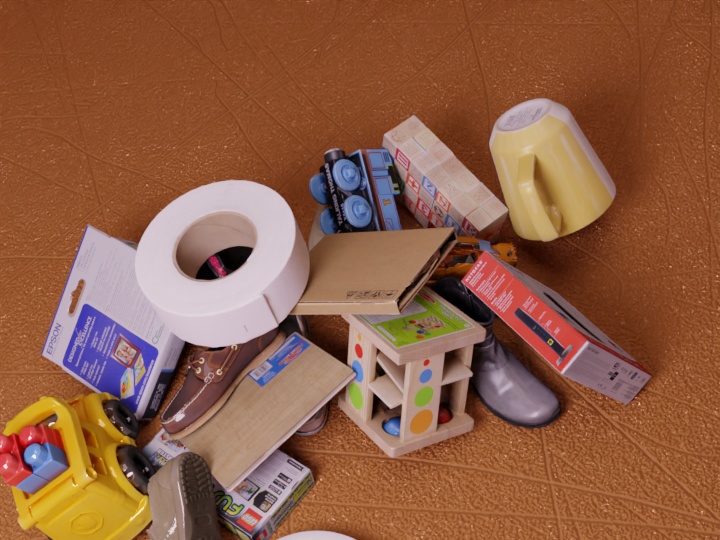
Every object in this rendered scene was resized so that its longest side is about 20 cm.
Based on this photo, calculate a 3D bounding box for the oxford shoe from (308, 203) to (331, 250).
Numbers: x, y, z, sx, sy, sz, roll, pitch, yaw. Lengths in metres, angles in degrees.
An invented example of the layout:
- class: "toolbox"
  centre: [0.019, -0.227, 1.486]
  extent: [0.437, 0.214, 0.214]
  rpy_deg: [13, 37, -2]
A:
- class: "oxford shoe"
  centre: [-0.043, -0.075, 1.496]
  extent: [0.071, 0.074, 0.200]
  rpy_deg: [-1, 48, 10]

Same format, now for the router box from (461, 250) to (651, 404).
- class: "router box"
  centre: [0.237, 0.070, 1.236]
  extent: [0.049, 0.200, 0.180]
  rpy_deg: [-52, 52, 10]

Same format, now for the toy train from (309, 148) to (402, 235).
- class: "toy train"
  centre: [0.004, -0.076, 1.436]
  extent: [0.114, 0.087, 0.201]
  rpy_deg: [-8, 79, -40]

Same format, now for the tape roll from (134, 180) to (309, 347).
- class: "tape roll"
  centre: [-0.163, -0.010, 1.229]
  extent: [0.202, 0.071, 0.203]
  rpy_deg: [-7, 53, 9]

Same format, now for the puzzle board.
- class: "puzzle board"
  centre: [-0.114, 0.166, 1.241]
  extent: [0.200, 0.017, 0.151]
  rpy_deg: [-41, 32, -15]

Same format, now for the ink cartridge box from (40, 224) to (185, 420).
- class: "ink cartridge box"
  centre: [-0.317, 0.066, 1.368]
  extent: [0.200, 0.047, 0.198]
  rpy_deg: [27, 100, 31]

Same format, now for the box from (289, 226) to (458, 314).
- class: "box"
  centre: [0.000, 0.000, 1.248]
  extent: [0.199, 0.021, 0.164]
  rpy_deg: [-2, 32, 36]

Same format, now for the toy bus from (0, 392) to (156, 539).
- class: "toy bus"
  centre: [-0.352, 0.216, 1.198]
  extent: [0.136, 0.192, 0.200]
  rpy_deg: [-37, 47, 6]

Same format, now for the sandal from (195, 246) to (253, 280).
- class: "sandal"
  centre: [-0.171, -0.009, 1.317]
  extent: [0.075, 0.045, 0.200]
  rpy_deg: [24, 34, -14]

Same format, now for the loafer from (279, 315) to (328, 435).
- class: "loafer"
  centre: [-0.089, 0.119, 1.338]
  extent: [0.072, 0.063, 0.200]
  rpy_deg: [-13, 47, -1]

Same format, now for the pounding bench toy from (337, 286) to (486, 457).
- class: "pounding bench toy"
  centre: [0.038, 0.110, 1.257]
  extent: [0.124, 0.157, 0.200]
  rpy_deg: [-13, 31, -30]

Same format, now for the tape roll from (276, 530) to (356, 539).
- class: "tape roll"
  centre: [-0.055, 0.382, 1.115]
  extent: [0.202, 0.037, 0.203]
  rpy_deg: [-5, 49, 6]

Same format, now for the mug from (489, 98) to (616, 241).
- class: "mug"
  centre: [0.252, -0.139, 1.368]
  extent: [0.149, 0.153, 0.187]
  rpy_deg: [-31, 26, -3]

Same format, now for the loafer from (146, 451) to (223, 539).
- class: "loafer"
  centre: [-0.197, 0.309, 1.161]
  extent: [0.067, 0.076, 0.201]
  rpy_deg: [-19, 68, 34]

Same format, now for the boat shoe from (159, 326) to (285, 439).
- class: "boat shoe"
  centre: [-0.183, 0.120, 1.289]
  extent: [0.200, 0.070, 0.070]
  rpy_deg: [-48, 30, -24]

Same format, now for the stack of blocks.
- class: "stack of blocks"
  centre: [0.113, -0.111, 1.469]
  extent: [0.059, 0.115, 0.200]
  rpy_deg: [-35, 70, -20]

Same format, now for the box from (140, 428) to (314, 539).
- class: "box"
  centre: [-0.167, 0.244, 1.260]
  extent: [0.200, 0.035, 0.110]
  rpy_deg: [27, 58, 30]

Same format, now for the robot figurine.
- class: "robot figurine"
  centre: [0.102, 0.009, 1.357]
  extent: [0.199, 0.145, 0.058]
  rpy_deg: [2, 42, 0]

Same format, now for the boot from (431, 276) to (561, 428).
- class: "boot"
  centre: [0.160, 0.101, 1.262]
  extent: [0.070, 0.132, 0.200]
  rpy_deg: [-39, 53, -24]
